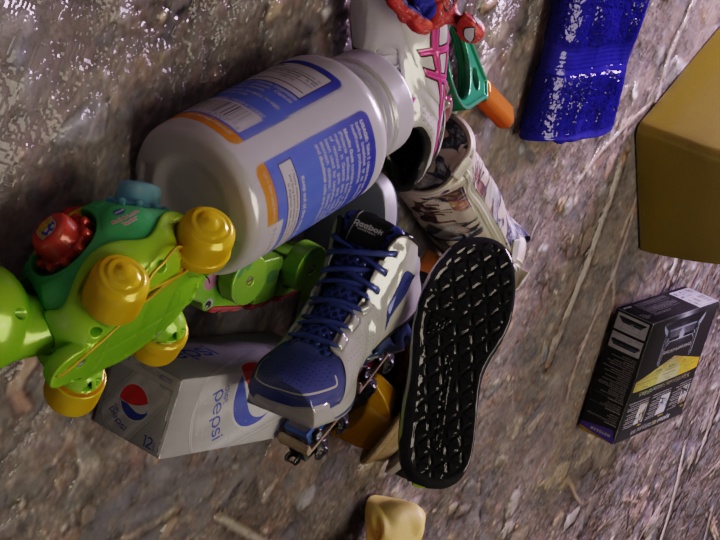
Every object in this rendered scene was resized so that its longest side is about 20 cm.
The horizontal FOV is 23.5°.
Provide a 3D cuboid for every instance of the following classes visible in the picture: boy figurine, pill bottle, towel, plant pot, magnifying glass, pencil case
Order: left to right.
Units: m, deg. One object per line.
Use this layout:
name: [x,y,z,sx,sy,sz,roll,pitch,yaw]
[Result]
pill bottle: [-0.052,-0.085,1.213,0.200,0.112,0.112,-33,138,-44]
boy figurine: [-0.009,0.300,1.620,0.200,0.064,0.124,-61,150,-10]
pencil case: [0.087,-0.057,1.485,0.078,0.089,0.200,-58,149,-14]
magnifying glass: [0.096,-0.160,1.469,0.200,0.022,0.080,33,54,-68]
towel: [0.221,-0.218,1.623,0.148,0.049,0.200,-20,128,-53]
plant pot: [0.434,-0.118,1.916,0.200,0.176,0.200,-47,146,-28]

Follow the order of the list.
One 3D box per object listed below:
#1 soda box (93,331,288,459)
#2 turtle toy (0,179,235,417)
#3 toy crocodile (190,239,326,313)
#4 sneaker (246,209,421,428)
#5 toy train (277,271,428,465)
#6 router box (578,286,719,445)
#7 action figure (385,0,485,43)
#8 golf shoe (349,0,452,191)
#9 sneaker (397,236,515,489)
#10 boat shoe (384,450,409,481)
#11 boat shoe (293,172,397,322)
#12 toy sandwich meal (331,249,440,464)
soda box: [-0.106,0.090,1.301,0.200,0.068,0.064,-2,112,-58]
turtle toy: [-0.177,0.014,1.089,0.200,0.101,0.146,-31,162,-41]
toy crocodile: [-0.085,0.003,1.268,0.200,0.067,0.062,-9,118,-56]
sneaker: [-0.013,0.021,1.268,0.199,0.080,0.115,-40,140,-50]
toy train: [0.001,0.074,1.361,0.200,0.034,0.046,-51,149,-29]
router box: [0.348,0.111,2.070,0.200,0.052,0.158,-11,121,-56]
action figure: [0.023,-0.225,1.217,0.200,0.052,0.065,41,70,-35]
golf shoe: [0.033,-0.148,1.317,0.200,0.072,0.092,74,20,-48]
sneaker: [0.063,0.069,1.319,0.083,0.072,0.200,-148,-106,-83]
boat shoe: [0.063,0.164,1.560,0.072,0.059,0.200,-56,176,-2]
boat shoe: [0.004,0.003,1.408,0.086,0.075,0.202,-24,134,-50]
toy sandwich meal: [0.036,0.077,1.506,0.205,0.070,0.205,-58,-179,2]
